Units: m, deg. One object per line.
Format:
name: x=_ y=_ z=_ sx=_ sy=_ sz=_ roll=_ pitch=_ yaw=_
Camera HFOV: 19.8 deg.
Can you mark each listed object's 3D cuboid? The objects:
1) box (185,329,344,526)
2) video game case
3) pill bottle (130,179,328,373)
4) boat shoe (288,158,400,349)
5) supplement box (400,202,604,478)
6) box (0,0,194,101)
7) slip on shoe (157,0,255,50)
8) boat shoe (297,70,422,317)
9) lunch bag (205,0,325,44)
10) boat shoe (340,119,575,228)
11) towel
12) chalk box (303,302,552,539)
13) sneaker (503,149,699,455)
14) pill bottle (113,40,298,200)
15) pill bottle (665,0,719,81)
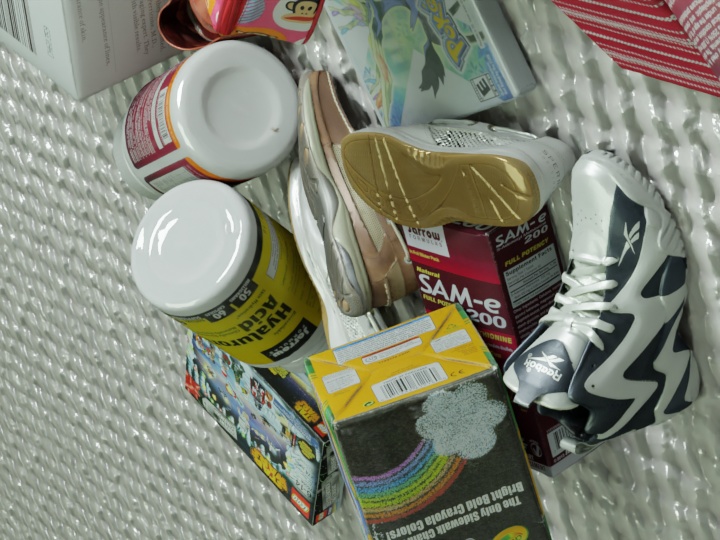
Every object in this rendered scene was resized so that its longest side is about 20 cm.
box: x=-0.089 y=0.126 z=1.920 sx=0.200 sy=0.040 sz=0.137 roll=44 pitch=149 yaw=27
video game case: x=0.027 y=-0.197 z=1.445 sx=0.182 sy=0.022 sz=0.201 roll=-14 pitch=105 yaw=61
pill bottle: x=-0.089 y=0.013 z=1.666 sx=0.111 sy=0.111 sz=0.200 roll=38 pitch=-179 yaw=35
boat shoe: x=0.000 y=0.000 z=1.623 sx=0.069 sy=0.071 sz=0.201 roll=-20 pitch=84 yaw=21
supplement box: x=0.104 y=0.041 z=1.505 sx=0.109 sy=0.061 sz=0.201 roll=16 pitch=129 yaw=53
box: x=-0.243 y=-0.281 z=1.690 sx=0.199 sy=0.130 sz=0.201 roll=36 pitch=143 yaw=37
slip on shoe: x=-0.098 y=-0.210 z=1.596 sx=0.200 sy=0.061 sz=0.074 roll=-13 pitch=104 yaw=60
boat shoe: x=-0.002 y=-0.061 z=1.562 sx=0.076 sy=0.071 sz=0.201 roll=100 pitch=157 yaw=-69
lunch bag: x=-0.051 y=-0.268 z=1.356 sx=0.176 sy=0.081 sz=0.201 roll=116 pitch=155 yaw=-54
boat shoe: x=0.069 y=-0.072 z=1.443 sx=0.199 sy=0.069 sz=0.071 roll=13 pitch=126 yaw=47
towel: x=0.133 y=-0.169 z=1.179 sx=0.200 sy=0.023 sz=0.145 roll=39 pitch=176 yaw=-30
chalk box: x=0.053 y=0.149 z=1.456 sx=0.124 sy=0.124 sz=0.201 roll=-117 pitch=9 yaw=-67
sneaker: x=0.146 y=0.032 z=1.353 sx=0.079 sy=0.129 sz=0.200 roll=25 pitch=136 yaw=46
pill bottle: x=-0.131 y=-0.115 z=1.681 sx=0.110 sy=0.109 sz=0.200 roll=63 pitch=157 yaw=-6
pill bottle: x=0.218 y=-0.155 z=1.076 sx=0.201 sy=0.114 sz=0.114 roll=57 pitch=152 yaw=6
